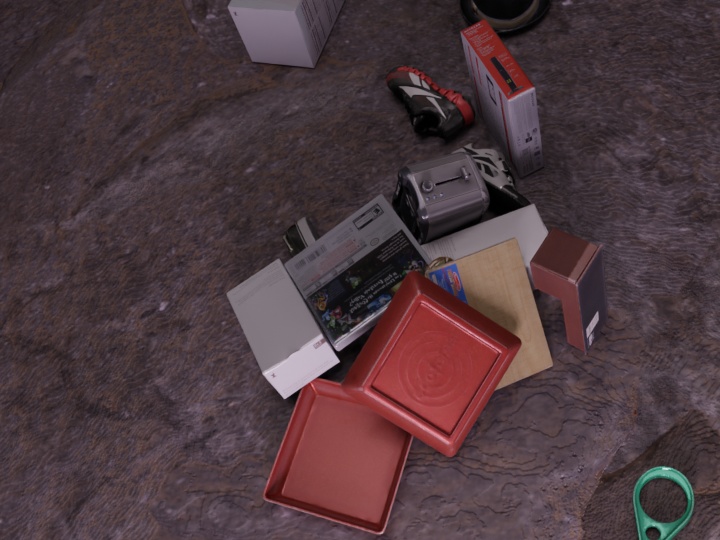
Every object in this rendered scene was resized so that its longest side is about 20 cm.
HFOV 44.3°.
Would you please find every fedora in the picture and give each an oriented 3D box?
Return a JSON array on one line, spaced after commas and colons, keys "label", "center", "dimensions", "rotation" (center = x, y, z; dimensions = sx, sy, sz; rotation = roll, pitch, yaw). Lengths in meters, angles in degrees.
[{"label": "fedora", "center": [0.273, -0.553, 1.694], "dimensions": [0.197, 0.092, 0.204], "rotation": [-7, 58, 11]}]

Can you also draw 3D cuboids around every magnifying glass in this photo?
[{"label": "magnifying glass", "center": [0.382, 0.353, 1.161], "dimensions": [0.078, 0.022, 0.202], "rotation": [16, 66, 24]}]

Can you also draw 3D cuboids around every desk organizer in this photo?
[{"label": "desk organizer", "center": [0.302, 0.031, 1.272], "dimensions": [0.076, 0.201, 0.072], "rotation": [26, 69, 31]}]

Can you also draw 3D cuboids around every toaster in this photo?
[{"label": "toaster", "center": [0.128, -0.108, 1.428], "dimensions": [0.127, 0.200, 0.115], "rotation": [-18, 73, -9]}]

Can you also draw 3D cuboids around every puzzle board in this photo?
[{"label": "puzzle board", "center": [0.190, 0.072, 1.301], "dimensions": [0.148, 0.017, 0.204], "rotation": [-20, 97, -11]}]

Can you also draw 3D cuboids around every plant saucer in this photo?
[{"label": "plant saucer", "center": [-0.023, 0.274, 1.318], "dimensions": [0.196, 0.037, 0.203], "rotation": [10, 62, 21]}, {"label": "plant saucer", "center": [0.104, 0.137, 1.256], "dimensions": [0.198, 0.037, 0.202], "rotation": [32, 92, -7]}]

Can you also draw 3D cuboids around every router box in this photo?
[{"label": "router box", "center": [0.239, -0.285, 1.479], "dimensions": [0.048, 0.201, 0.181], "rotation": [-25, 56, 0]}]

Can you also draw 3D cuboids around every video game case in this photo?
[{"label": "video game case", "center": [0.000, 0.000, 1.394], "dimensions": [0.199, 0.023, 0.183], "rotation": [-35, 58, 0]}]

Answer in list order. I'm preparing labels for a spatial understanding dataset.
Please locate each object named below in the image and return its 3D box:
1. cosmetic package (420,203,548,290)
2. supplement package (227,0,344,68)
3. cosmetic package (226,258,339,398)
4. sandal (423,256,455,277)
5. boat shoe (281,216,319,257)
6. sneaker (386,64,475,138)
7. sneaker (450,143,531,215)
[{"label": "cosmetic package", "center": [0.203, -0.011, 1.394], "dimensions": [0.196, 0.085, 0.109], "rotation": [-18, 56, 4]}, {"label": "supplement package", "center": [-0.143, -0.539, 1.773], "dimensions": [0.149, 0.151, 0.203], "rotation": [10, 63, 21]}, {"label": "cosmetic package", "center": [-0.126, 0.090, 1.411], "dimensions": [0.112, 0.082, 0.201], "rotation": [-31, 47, 0]}, {"label": "sandal", "center": [0.150, 0.074, 1.328], "dimensions": [0.080, 0.202, 0.054], "rotation": [-35, 14, -10]}, {"label": "boat shoe", "center": [-0.078, 0.003, 1.483], "dimensions": [0.063, 0.071, 0.202], "rotation": [-32, 54, 8]}, {"label": "sneaker", "center": [0.109, -0.303, 1.605], "dimensions": [0.199, 0.071, 0.098], "rotation": [37, 72, 29]}, {"label": "sneaker", "center": [0.226, -0.159, 1.482], "dimensions": [0.088, 0.075, 0.199], "rotation": [-40, 53, -14]}]
